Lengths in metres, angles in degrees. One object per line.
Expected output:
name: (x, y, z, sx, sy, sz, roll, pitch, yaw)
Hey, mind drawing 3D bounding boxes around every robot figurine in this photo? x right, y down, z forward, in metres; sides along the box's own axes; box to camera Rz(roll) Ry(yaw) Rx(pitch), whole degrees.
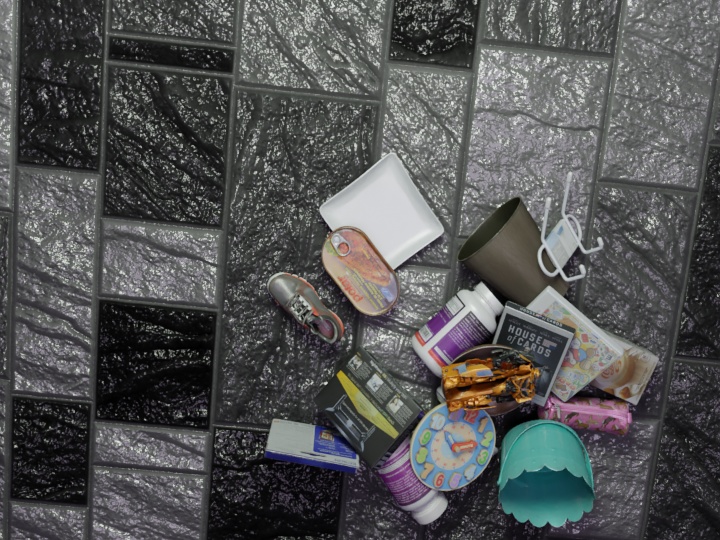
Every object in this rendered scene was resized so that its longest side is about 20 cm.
robot figurine: (0.263, 0.225, 1.529, 0.194, 0.059, 0.147, -9, 130, 7)

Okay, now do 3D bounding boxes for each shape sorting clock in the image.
shape sorting clock: (0.195, 0.367, 1.611, 0.194, 0.039, 0.206, -4, 102, -19)

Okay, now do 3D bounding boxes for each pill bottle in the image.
pill bottle: (0.104, 0.443, 1.669, 0.111, 0.112, 0.203, -32, 98, 4)
pill bottle: (0.207, 0.122, 1.616, 0.200, 0.113, 0.113, -43, 98, 6)

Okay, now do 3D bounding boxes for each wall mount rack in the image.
wall mount rack: (0.413, -0.085, 1.546, 0.074, 0.200, 0.176, -21, 105, 45)

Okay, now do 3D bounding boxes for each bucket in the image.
bucket: (0.387, 0.425, 1.627, 0.201, 0.137, 0.211, 3, 130, 3)

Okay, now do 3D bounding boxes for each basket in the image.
basket: (0.328, -0.016, 1.589, 0.180, 0.136, 0.200, -45, 102, 5)

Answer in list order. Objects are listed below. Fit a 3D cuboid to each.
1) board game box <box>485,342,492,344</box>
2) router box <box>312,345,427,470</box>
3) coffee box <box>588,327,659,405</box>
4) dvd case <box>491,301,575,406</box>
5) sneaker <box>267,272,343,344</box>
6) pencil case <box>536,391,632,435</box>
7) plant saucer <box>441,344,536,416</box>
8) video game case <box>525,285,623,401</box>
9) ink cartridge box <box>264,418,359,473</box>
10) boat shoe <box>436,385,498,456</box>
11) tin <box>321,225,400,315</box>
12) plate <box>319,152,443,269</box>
board game box: (0.300, 0.205, 1.677, 0.194, 0.030, 0.098, -12, 100, 3)
router box: (0.018, 0.285, 1.613, 0.158, 0.052, 0.200, -47, 64, 1)
coffee box: (0.517, 0.190, 1.651, 0.196, 0.080, 0.117, 23, 99, -5)
dvd case: (0.341, 0.174, 1.586, 0.147, 0.025, 0.204, 22, 127, 14)
sneaker: (-0.112, 0.080, 1.616, 0.198, 0.082, 0.078, 38, 97, -7)
pencil case: (0.482, 0.307, 1.666, 0.194, 0.087, 0.085, 7, 115, -3)
plant saucer: (0.262, 0.221, 1.583, 0.194, 0.033, 0.204, 1, 128, 1)
video game case: (0.401, 0.154, 1.571, 0.199, 0.023, 0.183, 39, 129, 0)
ink cartridge box: (-0.101, 0.374, 1.607, 0.192, 0.200, 0.048, 12, 99, -3)
boat shoe: (0.218, 0.341, 1.679, 0.069, 0.071, 0.201, -39, 105, 2)
tin: (0.000, 0.000, 1.598, 0.111, 0.042, 0.202, -37, 100, 3)
plate: (0.044, -0.107, 1.613, 0.198, 0.032, 0.202, -36, 100, 4)
